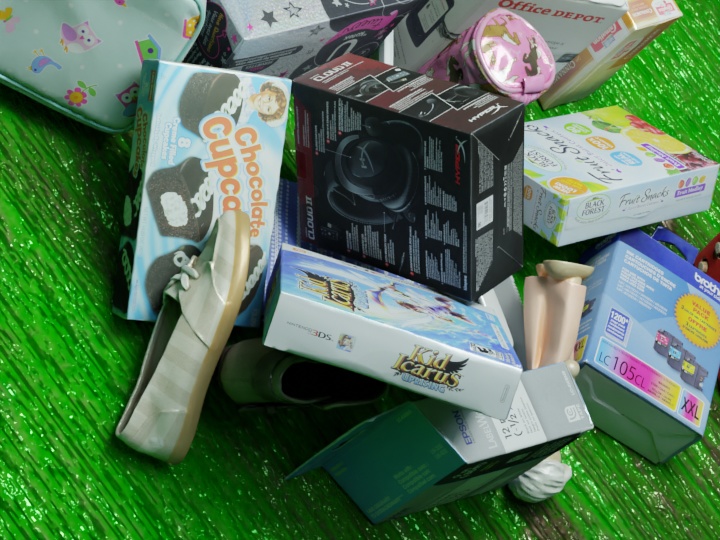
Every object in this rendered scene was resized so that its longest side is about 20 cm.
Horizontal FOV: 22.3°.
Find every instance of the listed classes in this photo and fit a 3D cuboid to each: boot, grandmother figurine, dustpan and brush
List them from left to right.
[{"bbox_3d":[-0.020,0.076,1.409,0.200,0.146,0.070,-8,97,-30],"label":"boot"},{"bbox_3d":[0.095,0.005,1.546,0.139,0.057,0.200,-4,72,-56],"label":"dustpan and brush"},{"bbox_3d":[0.157,0.095,1.539,0.060,0.121,0.200,7,85,6],"label":"grandmother figurine"}]

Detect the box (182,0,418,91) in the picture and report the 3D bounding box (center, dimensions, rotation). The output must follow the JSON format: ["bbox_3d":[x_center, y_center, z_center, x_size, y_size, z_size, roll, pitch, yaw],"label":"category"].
[{"bbox_3d":[-0.072,-0.224,1.556,0.200,0.132,0.115,-21,75,-38],"label":"box"}]

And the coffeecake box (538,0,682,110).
[{"bbox_3d":[0.191,-0.280,1.740,0.073,0.153,0.200,-20,77,-38],"label":"coffeecake box"}]

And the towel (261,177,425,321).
[{"bbox_3d":[0.000,0.000,1.550,0.200,0.024,0.145,15,57,-25],"label":"towel"}]

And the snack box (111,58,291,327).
[{"bbox_3d":[-0.124,-0.059,1.430,0.116,0.037,0.200,5,95,-30],"label":"snack box"}]

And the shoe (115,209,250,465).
[{"bbox_3d":[-0.131,0.045,1.377,0.053,0.070,0.200,20,81,-17],"label":"shoe"}]

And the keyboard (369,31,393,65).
[{"bbox_3d":[0.012,-0.150,1.608,0.011,0.056,0.200,18,52,-22],"label":"keyboard"}]

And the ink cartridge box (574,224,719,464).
[{"bbox_3d":[0.256,0.052,1.652,0.136,0.076,0.200,32,50,-14],"label":"ink cartridge box"}]

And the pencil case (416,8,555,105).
[{"bbox_3d":[0.081,-0.141,1.563,0.086,0.200,0.083,40,50,-8],"label":"pencil case"}]

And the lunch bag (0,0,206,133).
[{"bbox_3d":[-0.233,-0.207,1.432,0.200,0.160,0.077,29,27,-15],"label":"lunch bag"}]

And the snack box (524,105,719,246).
[{"bbox_3d":[0.209,-0.090,1.668,0.200,0.053,0.142,-13,34,-36],"label":"snack box"}]

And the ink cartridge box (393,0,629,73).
[{"bbox_3d":[0.119,-0.225,1.634,0.145,0.200,0.084,4,63,-31],"label":"ink cartridge box"}]

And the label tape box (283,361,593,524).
[{"bbox_3d":[0.061,0.143,1.430,0.200,0.143,0.066,-13,72,-37],"label":"label tape box"}]

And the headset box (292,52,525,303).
[{"bbox_3d":[0.030,-0.080,1.467,0.200,0.149,0.077,20,36,36],"label":"headset box"}]

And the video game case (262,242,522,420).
[{"bbox_3d":[0.020,0.041,1.363,0.181,0.200,0.046,17,100,-5],"label":"video game case"}]

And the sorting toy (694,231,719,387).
[{"bbox_3d":[0.384,0.023,1.674,0.069,0.199,0.200,2,63,-18],"label":"sorting toy"}]
